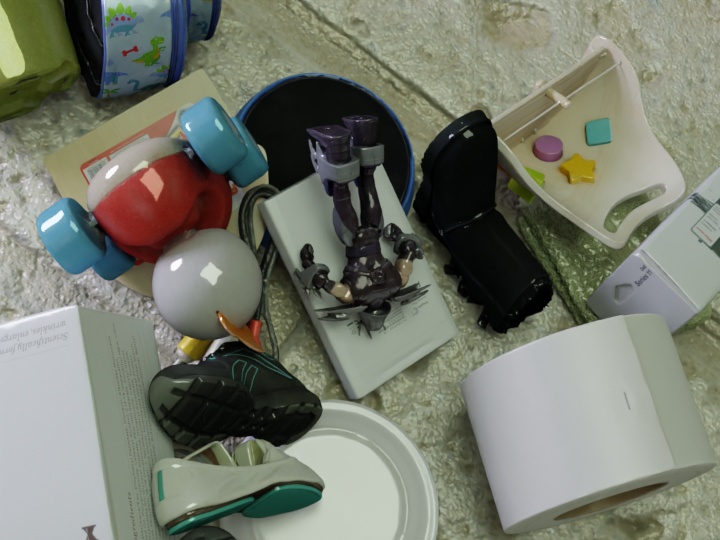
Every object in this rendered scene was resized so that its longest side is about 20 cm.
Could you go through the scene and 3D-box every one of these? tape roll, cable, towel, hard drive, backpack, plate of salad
[{"bbox_3d":[0.203,0.141,1.220,0.200,0.203,0.141,-11,73,-18],"label":"tape roll"},{"bbox_3d":[-0.098,0.024,1.246,0.096,0.050,0.202,24,86,-11],"label":"cable"},{"bbox_3d":[0.259,-0.012,1.383,0.147,0.037,0.202,-24,77,-20],"label":"towel"},{"bbox_3d":[0.000,0.000,1.277,0.131,0.027,0.202,-30,99,-28],"label":"hard drive"},{"bbox_3d":[-0.208,-0.275,1.286,0.145,0.183,0.203,-6,75,-15],"label":"backpack"},{"bbox_3d":[-0.028,0.217,1.216,0.197,0.048,0.203,1,70,-3],"label":"plate of salad"}]

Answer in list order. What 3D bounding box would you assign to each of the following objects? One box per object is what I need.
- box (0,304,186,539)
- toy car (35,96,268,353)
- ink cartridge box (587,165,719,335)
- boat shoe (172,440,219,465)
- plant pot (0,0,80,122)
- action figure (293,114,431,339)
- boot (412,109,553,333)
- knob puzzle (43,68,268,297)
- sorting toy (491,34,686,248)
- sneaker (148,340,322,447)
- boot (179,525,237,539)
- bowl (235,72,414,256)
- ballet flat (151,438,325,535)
[{"bbox_3d":[-0.263,0.150,1.081,0.196,0.131,0.203,-14,79,15],"label":"box"},{"bbox_3d":[-0.141,-0.009,1.171,0.183,0.177,0.201,-33,83,4],"label":"toy car"},{"bbox_3d":[0.328,-0.025,1.305,0.200,0.147,0.083,-41,82,-22],"label":"ink cartridge box"},{"bbox_3d":[-0.210,0.150,1.190,0.198,0.077,0.072,22,27,6],"label":"boat shoe"},{"bbox_3d":[-0.352,-0.240,1.245,0.198,0.200,0.186,-24,87,-21],"label":"plant pot"},{"bbox_3d":[0.000,-0.035,1.229,0.129,0.069,0.203,-17,106,-35],"label":"action figure"},{"bbox_3d":[0.121,-0.039,1.276,0.073,0.199,0.163,-27,71,-19],"label":"boot"},{"bbox_3d":[-0.174,-0.060,1.282,0.216,0.030,0.223,0,87,-5],"label":"knob puzzle"},{"bbox_3d":[0.225,-0.107,1.346,0.199,0.107,0.180,-34,66,-28],"label":"sorting toy"},{"bbox_3d":[-0.116,0.102,1.149,0.075,0.199,0.080,-46,59,16],"label":"sneaker"},{"bbox_3d":[-0.102,0.309,1.093,0.076,0.168,0.202,-30,84,-22],"label":"boot"},{"bbox_3d":[-0.039,-0.104,1.342,0.197,0.039,0.204,5,68,-13],"label":"bowl"},{"bbox_3d":[-0.098,0.169,1.111,0.199,0.069,0.070,4,61,-57],"label":"ballet flat"}]
